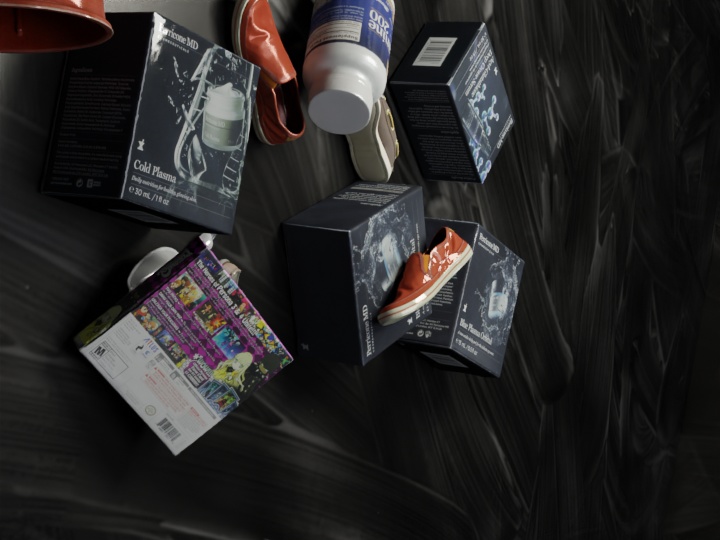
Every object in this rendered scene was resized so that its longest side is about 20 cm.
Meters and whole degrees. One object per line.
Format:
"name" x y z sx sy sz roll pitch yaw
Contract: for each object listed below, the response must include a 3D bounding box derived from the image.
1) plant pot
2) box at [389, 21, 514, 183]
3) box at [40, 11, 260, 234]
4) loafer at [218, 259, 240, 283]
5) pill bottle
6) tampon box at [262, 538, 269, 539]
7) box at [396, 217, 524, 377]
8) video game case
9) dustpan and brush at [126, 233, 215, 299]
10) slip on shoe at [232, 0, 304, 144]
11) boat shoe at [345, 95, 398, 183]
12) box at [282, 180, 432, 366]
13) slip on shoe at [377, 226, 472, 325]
"plant pot" -0.326 -0.314 1.206 0.200 0.199 0.198 3 85 -58
"box" 0.145 -0.258 2.049 0.149 0.106 0.201 -60 142 -34
"box" -0.225 -0.156 1.452 0.199 0.123 0.200 17 79 -58
"loafer" -0.174 0.087 1.576 0.202 0.062 0.072 -68 164 17
"pill bottle" -0.017 -0.279 1.728 0.111 0.110 0.202 57 32 -46
"tampon box" -0.077 0.488 1.789 0.126 0.148 0.202 42 61 -52
"box" 0.155 0.045 2.103 0.196 0.116 0.203 32 69 -56
"video game case" -0.196 0.089 1.503 0.181 0.036 0.201 -39 128 -5
"dustpan and brush" -0.218 0.013 1.571 0.200 0.057 0.141 -44 143 -38
"slip on shoe" -0.111 -0.254 1.661 0.074 0.061 0.202 -39 127 -46
"boat shoe" 0.011 -0.216 1.876 0.060 0.071 0.202 -61 146 -41
"box" 0.000 0.000 1.854 0.199 0.116 0.199 -33 123 -50
"slip on shoe" 0.081 0.009 1.826 0.061 0.074 0.200 50 52 -6
